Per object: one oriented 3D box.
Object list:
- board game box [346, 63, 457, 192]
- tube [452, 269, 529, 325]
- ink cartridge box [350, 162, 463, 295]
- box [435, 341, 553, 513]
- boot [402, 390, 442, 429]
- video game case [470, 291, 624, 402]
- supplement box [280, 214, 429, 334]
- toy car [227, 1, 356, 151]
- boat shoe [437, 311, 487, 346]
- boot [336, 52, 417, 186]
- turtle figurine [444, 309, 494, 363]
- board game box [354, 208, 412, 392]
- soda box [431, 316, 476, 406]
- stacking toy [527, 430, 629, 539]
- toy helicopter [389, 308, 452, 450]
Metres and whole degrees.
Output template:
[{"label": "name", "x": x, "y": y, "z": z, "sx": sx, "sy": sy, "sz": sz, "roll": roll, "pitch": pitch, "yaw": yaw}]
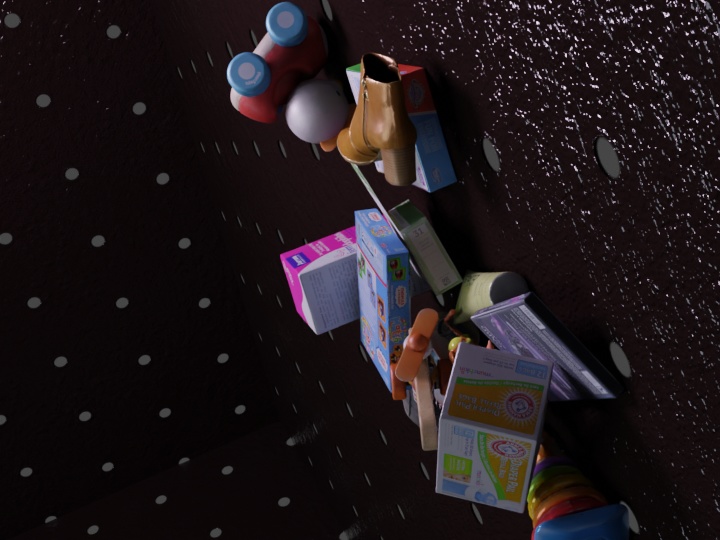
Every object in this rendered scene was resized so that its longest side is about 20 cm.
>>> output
[{"label": "board game box", "x": 0.050, "y": -0.192, "z": 1.537, "sx": 0.200, "sy": 0.040, "sz": 0.153, "roll": -145, "pitch": 35, "yaw": -67}, {"label": "tube", "x": 0.152, "y": 0.032, "z": 1.472, "sx": 0.052, "sy": 0.058, "sz": 0.200, "roll": 58, "pitch": 169, "yaw": -4}, {"label": "ink cartridge box", "x": 0.057, "y": -0.072, "z": 1.571, "sx": 0.200, "sy": 0.048, "sz": 0.146, "roll": 60, "pitch": 180, "yaw": -14}, {"label": "box", "x": 0.152, "y": 0.183, "z": 1.354, "sx": 0.200, "sy": 0.112, "sz": 0.101, "roll": 85, "pitch": -160, "yaw": -55}, {"label": "boot", "x": 0.110, "y": 0.215, "z": 1.919, "sx": 0.200, "sy": 0.072, "sz": 0.182, "roll": 100, "pitch": 160, "yaw": -56}, {"label": "video game case", "x": 0.204, "y": 0.090, "z": 1.326, "sx": 0.143, "sy": 0.019, "sz": 0.200, "roll": 46, "pitch": 168, "yaw": -2}, {"label": "supplement box", "x": 0.000, "y": 0.000, "z": 1.707, "sx": 0.101, "sy": 0.200, "sz": 0.103, "roll": 41, "pitch": 151, "yaw": 63}, {"label": "toy car", "x": -0.073, "y": -0.267, "z": 1.761, "sx": 0.200, "sy": 0.177, "sz": 0.184, "roll": 37, "pitch": 177, "yaw": 6}, {"label": "boat shoe", "x": 0.126, "y": 0.094, "z": 1.667, "sx": 0.201, "sy": 0.063, "sz": 0.074, "roll": -30, "pitch": 78, "yaw": 63}, {"label": "boot", "x": 0.017, "y": -0.198, "z": 1.447, "sx": 0.201, "sy": 0.071, "sz": 0.144, "roll": -137, "pitch": 35, "yaw": -59}, {"label": "turtle figurine", "x": 0.158, "y": 0.137, "z": 1.460, "sx": 0.161, "sy": 0.064, "sz": 0.200, "roll": 47, "pitch": 178, "yaw": -17}, {"label": "board game box", "x": 0.030, "y": 0.038, "z": 1.570, "sx": 0.151, "sy": 0.037, "sz": 0.200, "roll": -123, "pitch": 28, "yaw": -60}, {"label": "soda box", "x": 0.147, "y": 0.160, "z": 1.563, "sx": 0.200, "sy": 0.068, "sz": 0.064, "roll": 54, "pitch": 142, "yaw": 11}, {"label": "stacking toy", "x": 0.240, "y": 0.269, "z": 1.444, "sx": 0.200, "sy": 0.116, "sz": 0.110, "roll": -110, "pitch": 9, "yaw": -50}, {"label": "toy helicopter", "x": 0.077, "y": 0.137, "z": 1.426, "sx": 0.200, "sy": 0.079, "sz": 0.132, "roll": -94, "pitch": -1, "yaw": -59}]
